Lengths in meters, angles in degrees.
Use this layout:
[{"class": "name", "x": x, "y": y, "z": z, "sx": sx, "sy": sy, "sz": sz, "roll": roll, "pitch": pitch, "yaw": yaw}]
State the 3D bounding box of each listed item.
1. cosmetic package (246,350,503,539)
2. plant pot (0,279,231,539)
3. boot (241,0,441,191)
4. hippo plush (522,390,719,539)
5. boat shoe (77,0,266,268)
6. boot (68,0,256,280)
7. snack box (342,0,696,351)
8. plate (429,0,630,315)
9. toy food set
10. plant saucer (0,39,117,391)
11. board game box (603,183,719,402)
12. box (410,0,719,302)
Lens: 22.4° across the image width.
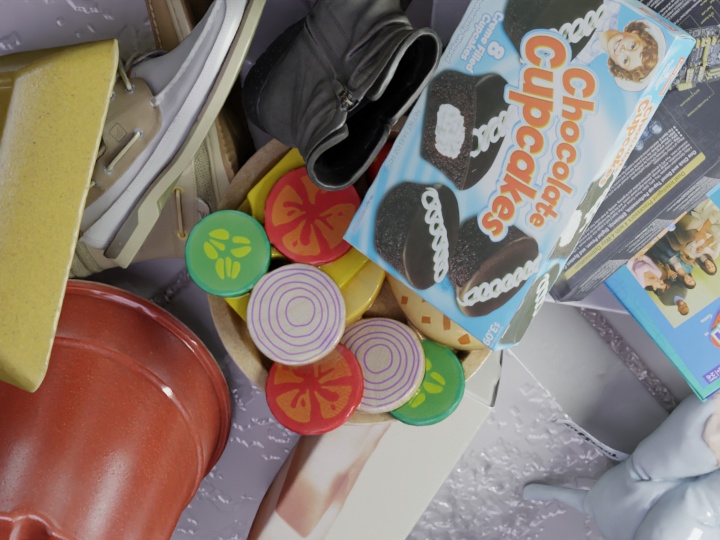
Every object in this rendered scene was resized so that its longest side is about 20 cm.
[{"class": "cosmetic package", "x": 0.007, "y": 0.121, "z": 1.199, "sx": 0.087, "sy": 0.104, "sz": 0.201, "roll": 30, "pitch": 114, "yaw": -4}, {"class": "plant pot", "x": -0.198, "y": 0.145, "z": 1.173, "sx": 0.198, "sy": 0.196, "sz": 0.202, "roll": 5, "pitch": 127, "yaw": 6}, {"class": "boot", "x": 0.017, "y": -0.142, "z": 1.043, "sx": 0.067, "sy": 0.131, "sz": 0.201, "roll": 30, "pitch": 93, "yaw": -31}, {"class": "hippo plush", "x": 0.205, "y": 0.176, "z": 1.135, "sx": 0.198, "sy": 0.162, "sz": 0.160, "roll": 17, "pitch": 133, "yaw": 1}, {"class": "boat shoe", "x": -0.123, "y": -0.091, "z": 1.066, "sx": 0.068, "sy": 0.075, "sz": 0.201, "roll": 30, "pitch": 118, "yaw": -8}, {"class": "boot", "x": -0.151, "y": -0.092, "z": 1.155, "sx": 0.154, "sy": 0.073, "sz": 0.202, "roll": -7, "pitch": 115, "yaw": 14}, {"class": "snack box", "x": 0.085, "y": -0.071, "z": 1.005, "sx": 0.116, "sy": 0.037, "sz": 0.201, "roll": 36, "pitch": 109, "yaw": 22}, {"class": "plate", "x": 0.135, "y": -0.074, "z": 1.130, "sx": 0.197, "sy": 0.032, "sz": 0.202, "roll": 8, "pitch": 115, "yaw": 7}, {"class": "toy food set", "x": 0.000, "y": 0.000, "z": 1.097, "sx": 0.200, "sy": 0.049, "sz": 0.198, "roll": 44, "pitch": 85, "yaw": 10}, {"class": "plant saucer", "x": -0.218, "y": -0.041, "z": 1.078, "sx": 0.048, "sy": 0.199, "sz": 0.202, "roll": 14, "pitch": 87, "yaw": -27}, {"class": "board game box", "x": 0.203, "y": -0.042, "z": 1.089, "sx": 0.152, "sy": 0.045, "sz": 0.200, "roll": -37, "pitch": 101, "yaw": 22}, {"class": "box", "x": 0.141, "y": -0.106, "z": 1.022, "sx": 0.200, "sy": 0.049, "sz": 0.162, "roll": -43, "pitch": 71, "yaw": 21}]
